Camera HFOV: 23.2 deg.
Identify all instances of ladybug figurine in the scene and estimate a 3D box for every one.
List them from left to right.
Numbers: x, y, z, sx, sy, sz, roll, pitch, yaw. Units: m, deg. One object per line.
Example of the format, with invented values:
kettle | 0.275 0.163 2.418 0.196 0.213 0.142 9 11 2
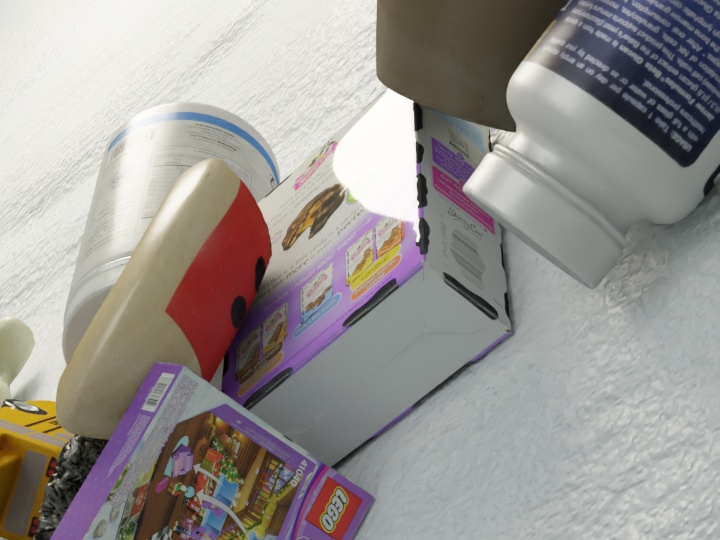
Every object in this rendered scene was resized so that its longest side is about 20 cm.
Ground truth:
ladybug figurine | -0.103 0.019 0.985 0.136 0.072 0.200 -53 9 48

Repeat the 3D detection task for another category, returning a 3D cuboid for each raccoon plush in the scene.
raccoon plush | -0.108 0.146 1.050 0.200 0.134 0.097 55 -127 -83

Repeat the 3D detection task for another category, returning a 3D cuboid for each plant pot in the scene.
plant pot | 0.088 -0.173 0.970 0.200 0.200 0.174 -130 54 -65

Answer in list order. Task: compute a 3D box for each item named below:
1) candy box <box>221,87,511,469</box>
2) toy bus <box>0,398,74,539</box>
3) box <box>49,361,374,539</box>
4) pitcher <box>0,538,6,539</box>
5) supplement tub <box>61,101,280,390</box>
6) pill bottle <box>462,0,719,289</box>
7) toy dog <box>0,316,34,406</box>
candy box | 0.000 0.000 1.023 0.168 0.072 0.200 -40 28 27
toy bus | -0.210 0.127 1.103 0.200 0.078 0.065 -8 -64 -84
box | -0.096 0.166 0.895 0.039 0.137 0.200 2 58 59
pitcher | -0.231 0.245 1.077 0.200 0.121 0.172 -160 82 -72
supplement tub | -0.123 -0.009 1.178 0.132 0.132 0.200 -38 29 29
pill bottle | 0.141 -0.094 0.851 0.200 0.111 0.111 -52 25 1
toy dog | -0.355 0.136 1.390 0.194 0.140 0.200 -57 21 23
